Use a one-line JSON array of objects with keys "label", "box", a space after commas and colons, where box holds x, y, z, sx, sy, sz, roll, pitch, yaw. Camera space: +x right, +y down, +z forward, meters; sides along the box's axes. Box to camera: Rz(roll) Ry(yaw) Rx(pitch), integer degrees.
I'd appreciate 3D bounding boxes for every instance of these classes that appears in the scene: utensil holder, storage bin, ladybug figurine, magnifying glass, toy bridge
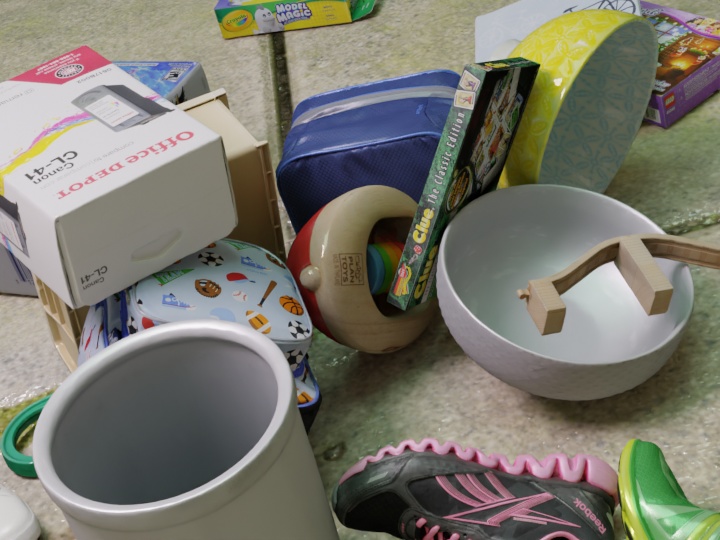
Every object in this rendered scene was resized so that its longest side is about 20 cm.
[{"label": "utensil holder", "box": [-0.102, 0.163, 0.986, 0.169, 0.201, 0.170, -10, 37, 8]}, {"label": "storage bin", "box": [-0.171, -0.017, 1.257, 0.199, 0.199, 0.094, -23, 41, -20]}, {"label": "ladybug figurine", "box": [0.000, 0.000, 1.216, 0.072, 0.137, 0.200, -5, -2, 30]}, {"label": "magnifying glass", "box": [-0.230, 0.105, 1.292, 0.079, 0.022, 0.200, 16, 44, 35]}, {"label": "toy bridge", "box": [0.208, 0.003, 1.106, 0.199, 0.027, 0.067, -8, 44, -16]}]

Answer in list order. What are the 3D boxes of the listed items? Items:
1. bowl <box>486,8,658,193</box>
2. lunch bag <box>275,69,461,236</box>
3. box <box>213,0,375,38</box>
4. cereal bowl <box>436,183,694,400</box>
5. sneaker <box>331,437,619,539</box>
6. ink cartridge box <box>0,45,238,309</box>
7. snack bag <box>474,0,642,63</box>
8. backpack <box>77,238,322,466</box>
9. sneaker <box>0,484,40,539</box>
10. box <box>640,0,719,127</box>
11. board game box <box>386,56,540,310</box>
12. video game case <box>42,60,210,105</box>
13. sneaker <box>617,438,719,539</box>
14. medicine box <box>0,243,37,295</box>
[{"label": "bowl", "box": [0.162, -0.145, 1.290, 0.107, 0.201, 0.200, 29, 53, 26]}, {"label": "lunch bag", "box": [0.018, -0.093, 1.359, 0.199, 0.136, 0.133, -8, 34, 16]}, {"label": "box", "box": [-0.070, -0.342, 1.834, 0.199, 0.049, 0.118, -3, 37, 18]}, {"label": "cereal bowl", "box": [0.153, 0.026, 1.153, 0.199, 0.084, 0.201, 4, 44, -3]}, {"label": "sneaker", "box": [0.079, 0.171, 0.994, 0.199, 0.079, 0.096, 2, 51, -1]}, {"label": "ink cartridge box", "box": [-0.207, -0.075, 1.107, 0.147, 0.086, 0.200, -30, 41, -27]}, {"label": "snack bag", "box": [0.196, -0.216, 1.489, 0.188, 0.021, 0.201, -19, 46, 22]}, {"label": "backpack", "box": [-0.128, 0.057, 1.133, 0.199, 0.155, 0.191, 13, 22, -23]}, {"label": "sneaker", "box": [-0.341, 0.174, 1.190, 0.199, 0.085, 0.073, 13, 43, 35]}, {"label": "box", "box": [0.278, -0.217, 1.504, 0.137, 0.039, 0.200, -35, 38, -23]}, {"label": "board game box", "box": [0.082, -0.070, 1.178, 0.023, 0.201, 0.105, 26, 22, 21]}, {"label": "video game case", "box": [-0.275, -0.142, 1.459, 0.199, 0.046, 0.182, 4, 41, 28]}, {"label": "sneaker", "box": [0.220, 0.185, 0.936, 0.083, 0.074, 0.200, -21, 43, -2]}, {"label": "medicine box", "box": [-0.267, -0.070, 1.485, 0.181, 0.103, 0.200, 4, 40, 28]}]
